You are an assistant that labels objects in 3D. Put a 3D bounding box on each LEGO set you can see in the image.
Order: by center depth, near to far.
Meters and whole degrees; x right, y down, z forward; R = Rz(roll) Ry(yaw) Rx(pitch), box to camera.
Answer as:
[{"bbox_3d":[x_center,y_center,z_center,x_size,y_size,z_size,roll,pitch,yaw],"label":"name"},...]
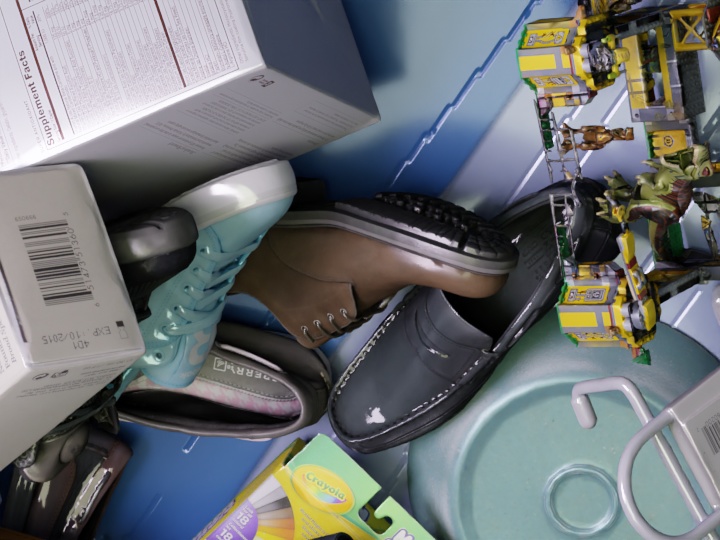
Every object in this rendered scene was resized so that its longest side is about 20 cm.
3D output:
[{"bbox_3d":[0.170,-0.056,1.505,0.116,0.154,0.201,-2,96,39],"label":"LEGO set"}]

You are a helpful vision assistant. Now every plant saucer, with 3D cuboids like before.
[{"bbox_3d":[0.122,0.120,1.629,0.199,0.036,0.201,3,107,8],"label":"plant saucer"}]

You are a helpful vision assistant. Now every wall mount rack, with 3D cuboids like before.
[{"bbox_3d":[0.199,0.106,1.562,0.074,0.200,0.174,-16,103,56],"label":"wall mount rack"}]

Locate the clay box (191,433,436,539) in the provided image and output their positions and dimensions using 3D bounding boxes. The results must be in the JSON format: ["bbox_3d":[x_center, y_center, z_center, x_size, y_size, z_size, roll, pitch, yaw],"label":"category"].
[{"bbox_3d":[-0.045,0.184,1.665,0.115,0.048,0.200,44,109,-5],"label":"clay box"}]

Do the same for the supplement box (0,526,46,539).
[{"bbox_3d":[-0.250,0.163,1.638,0.199,0.066,0.069,8,94,35],"label":"supplement box"}]

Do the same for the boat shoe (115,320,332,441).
[{"bbox_3d":[-0.114,0.052,1.634,0.199,0.057,0.067,8,107,6],"label":"boat shoe"}]

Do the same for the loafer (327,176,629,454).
[{"bbox_3d":[0.054,0.022,1.585,0.200,0.070,0.068,-42,69,16],"label":"loafer"}]

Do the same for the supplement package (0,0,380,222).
[{"bbox_3d":[-0.127,-0.116,1.500,0.199,0.191,0.148,-22,79,14],"label":"supplement package"}]

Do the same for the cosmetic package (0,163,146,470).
[{"bbox_3d":[-0.195,0.039,1.454,0.200,0.071,0.106,-39,66,45],"label":"cosmetic package"}]

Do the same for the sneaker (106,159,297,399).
[{"bbox_3d":[-0.091,0.013,1.556,0.200,0.074,0.082,-34,84,40],"label":"sneaker"}]

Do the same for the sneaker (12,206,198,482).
[{"bbox_3d":[-0.136,0.036,1.503,0.199,0.076,0.115,-23,88,44],"label":"sneaker"}]

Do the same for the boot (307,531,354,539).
[{"bbox_3d":[-0.057,0.245,1.617,0.168,0.076,0.201,-7,98,19],"label":"boot"}]

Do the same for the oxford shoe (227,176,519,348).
[{"bbox_3d":[0.000,0.000,1.564,0.200,0.073,0.085,8,100,41],"label":"oxford shoe"}]

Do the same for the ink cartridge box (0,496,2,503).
[{"bbox_3d":[-0.292,0.123,1.602,0.196,0.200,0.043,-24,136,5],"label":"ink cartridge box"}]

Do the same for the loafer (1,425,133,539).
[{"bbox_3d":[-0.175,0.179,1.677,0.063,0.072,0.201,13,105,1],"label":"loafer"}]
